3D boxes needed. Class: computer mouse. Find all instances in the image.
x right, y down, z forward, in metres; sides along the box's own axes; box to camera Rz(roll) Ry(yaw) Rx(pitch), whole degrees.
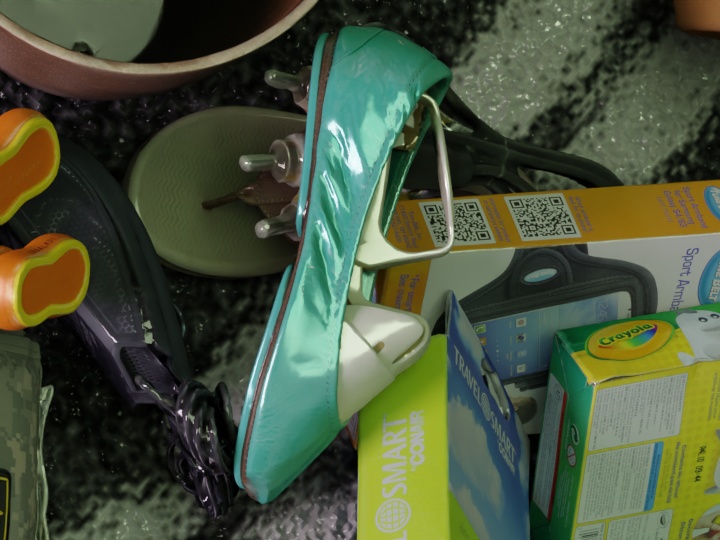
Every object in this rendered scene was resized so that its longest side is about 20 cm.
[{"bbox_3d":[-0.103,0.008,1.126,0.053,0.139,0.200,-37,79,-11],"label":"computer mouse"}]

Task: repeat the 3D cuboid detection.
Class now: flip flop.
[{"bbox_3d":[-0.009,-0.034,1.186,0.199,0.058,0.082,7,77,-14],"label":"flip flop"}]

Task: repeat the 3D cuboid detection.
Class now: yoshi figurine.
[{"bbox_3d":[-0.203,-0.033,1.085,0.199,0.112,0.113,6,73,28],"label":"yoshi figurine"}]

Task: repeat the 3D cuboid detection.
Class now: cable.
[{"bbox_3d":[0.038,-0.054,1.171,0.199,0.050,0.098,6,89,-39],"label":"cable"}]

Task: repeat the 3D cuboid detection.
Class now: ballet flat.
[{"bbox_3d":[0.000,0.000,1.067,0.070,0.067,0.201,10,84,11],"label":"ballet flat"}]

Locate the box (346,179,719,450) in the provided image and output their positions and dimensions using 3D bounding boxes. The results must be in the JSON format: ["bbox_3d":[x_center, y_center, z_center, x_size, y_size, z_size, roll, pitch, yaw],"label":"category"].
[{"bbox_3d":[0.095,0.019,1.173,0.199,0.119,0.042,-3,43,-14],"label":"box"}]

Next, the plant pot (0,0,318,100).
[{"bbox_3d":[-0.111,-0.146,1.108,0.186,0.200,0.188,3,77,-14],"label":"plant pot"}]

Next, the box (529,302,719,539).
[{"bbox_3d":[0.178,0.068,1.182,0.199,0.048,0.118,-7,125,-19],"label":"box"}]

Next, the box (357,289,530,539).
[{"bbox_3d":[0.037,0.124,1.096,0.047,0.122,0.201,-12,48,15],"label":"box"}]

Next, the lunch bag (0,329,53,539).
[{"bbox_3d":[-0.221,0.101,1.075,0.199,0.118,0.165,4,77,-21],"label":"lunch bag"}]

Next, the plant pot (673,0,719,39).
[{"bbox_3d":[0.224,-0.173,1.218,0.199,0.200,0.141,5,94,-14],"label":"plant pot"}]
